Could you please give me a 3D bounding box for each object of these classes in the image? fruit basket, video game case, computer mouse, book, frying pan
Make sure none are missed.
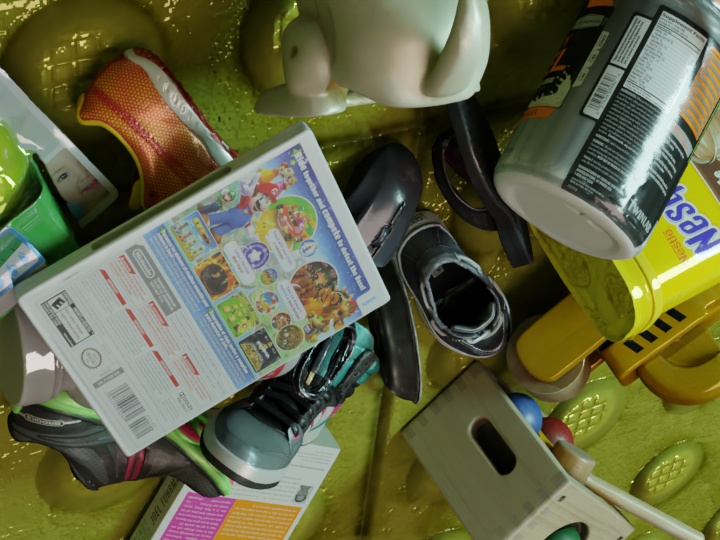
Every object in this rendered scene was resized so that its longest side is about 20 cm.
[{"bbox_3d":[-0.262,-0.043,0.752,0.185,0.094,0.200,-38,140,1],"label":"fruit basket"},{"bbox_3d":[-0.092,0.015,0.816,0.199,0.018,0.144,-30,126,-5],"label":"video game case"},{"bbox_3d":[0.000,0.000,0.956,0.058,0.034,0.202,29,76,-43],"label":"computer mouse"},{"bbox_3d":[-0.120,0.213,1.132,0.133,0.048,0.201,15,117,-40],"label":"book"},{"bbox_3d":[0.021,0.050,1.071,0.031,0.190,0.117,-10,90,-9],"label":"frying pan"}]

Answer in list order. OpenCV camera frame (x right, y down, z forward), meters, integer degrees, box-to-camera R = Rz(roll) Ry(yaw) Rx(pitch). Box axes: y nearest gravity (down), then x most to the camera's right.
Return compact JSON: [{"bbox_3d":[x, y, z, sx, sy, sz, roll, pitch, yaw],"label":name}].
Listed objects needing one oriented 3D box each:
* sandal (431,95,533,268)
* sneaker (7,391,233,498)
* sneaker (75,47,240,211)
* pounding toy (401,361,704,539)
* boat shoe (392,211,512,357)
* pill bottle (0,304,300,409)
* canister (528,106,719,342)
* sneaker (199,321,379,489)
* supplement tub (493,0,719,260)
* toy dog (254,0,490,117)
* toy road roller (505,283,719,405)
[{"bbox_3d":[0.088,-0.062,1.010,0.047,0.076,0.201,-14,143,14],"label":"sandal"},{"bbox_3d":[-0.178,0.125,0.991,0.199,0.077,0.084,33,112,-35],"label":"sneaker"},{"bbox_3d":[-0.104,-0.049,0.849,0.077,0.073,0.200,-40,108,2],"label":"sneaker"},{"bbox_3d":[0.177,0.199,1.212,0.142,0.200,0.184,-44,139,8],"label":"pounding toy"},{"bbox_3d":[0.087,0.029,1.089,0.071,0.068,0.200,-36,140,-1],"label":"boat shoe"},{"bbox_3d":[-0.144,0.034,0.896,0.198,0.109,0.110,-9,132,-31],"label":"pill bottle"},{"bbox_3d":[0.255,-0.050,1.074,0.198,0.149,0.087,-25,161,-20],"label":"canister"},{"bbox_3d":[-0.044,0.085,0.996,0.122,0.083,0.200,-58,174,16],"label":"sneaker"},{"bbox_3d":[0.190,-0.120,0.950,0.201,0.122,0.123,-60,141,-11],"label":"supplement tub"},{"bbox_3d":[0.002,-0.194,0.747,0.138,0.194,0.203,-9,100,-11],"label":"toy dog"},{"bbox_3d":[0.241,0.071,1.159,0.199,0.147,0.123,-36,163,6],"label":"toy road roller"}]
